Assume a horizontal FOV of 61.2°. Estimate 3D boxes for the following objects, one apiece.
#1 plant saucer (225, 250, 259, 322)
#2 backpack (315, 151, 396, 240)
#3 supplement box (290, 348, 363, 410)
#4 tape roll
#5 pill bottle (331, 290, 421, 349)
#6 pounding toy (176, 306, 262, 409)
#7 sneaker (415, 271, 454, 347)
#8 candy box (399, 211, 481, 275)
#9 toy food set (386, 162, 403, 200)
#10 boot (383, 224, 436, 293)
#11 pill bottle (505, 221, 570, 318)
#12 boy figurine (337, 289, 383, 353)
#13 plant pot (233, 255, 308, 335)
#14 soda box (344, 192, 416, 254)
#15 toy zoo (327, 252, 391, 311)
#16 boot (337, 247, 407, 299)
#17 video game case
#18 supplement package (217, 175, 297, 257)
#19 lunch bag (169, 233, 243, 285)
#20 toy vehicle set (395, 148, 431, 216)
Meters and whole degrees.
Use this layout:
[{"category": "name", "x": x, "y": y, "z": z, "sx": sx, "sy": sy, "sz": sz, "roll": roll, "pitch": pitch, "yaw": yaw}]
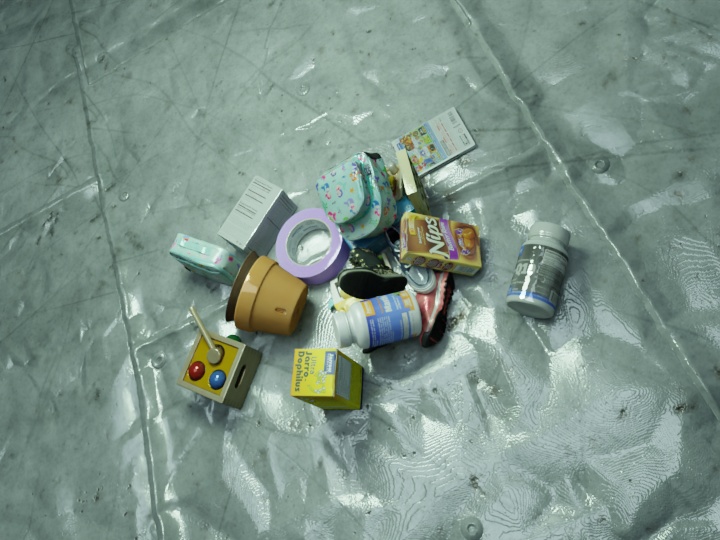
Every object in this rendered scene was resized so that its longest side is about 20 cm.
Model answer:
[{"category": "plant saucer", "x": -0.305, "y": 0.048, "z": 1.627, "sx": 0.036, "sy": 0.201, "sz": 0.203, "roll": 21, "pitch": 77, "yaw": 1}, {"category": "backpack", "x": -0.007, "y": -0.179, "z": 1.522, "sx": 0.176, "sy": 0.150, "sz": 0.203, "roll": -22, "pitch": 89, "yaw": 36}, {"category": "supplement box", "x": -0.075, "y": 0.261, "z": 1.444, "sx": 0.108, "sy": 0.200, "sz": 0.111, "roll": -4, "pitch": 68, "yaw": 18}, {"category": "tape roll", "x": -0.131, "y": -0.066, "z": 1.668, "sx": 0.197, "sy": 0.066, "sz": 0.203, "roll": -7, "pitch": 69, "yaw": 18}, {"category": "pill bottle", "x": 0.036, "y": 0.121, "z": 1.435, "sx": 0.197, "sy": 0.113, "sz": 0.114, "roll": -12, "pitch": 64, "yaw": -11}, {"category": "pounding toy", "x": -0.382, "y": 0.229, "z": 1.602, "sx": 0.182, "sy": 0.142, "sz": 0.203, "roll": 15, "pitch": 76, "yaw": 24}, {"category": "sneaker", "x": 0.170, "y": 0.095, "z": 1.502, "sx": 0.086, "sy": 0.074, "sz": 0.203, "roll": 5, "pitch": 65, "yaw": 32}, {"category": "candy box", "x": 0.194, "y": -0.064, "z": 1.488, "sx": 0.197, "sy": 0.057, "sz": 0.118, "roll": 9, "pitch": 61, "yaw": -13}, {"category": "toy food set", "x": 0.028, "y": -0.233, "z": 1.636, "sx": 0.198, "sy": 0.061, "sz": 0.145, "roll": -19, "pitch": 44, "yaw": 25}, {"category": "boot", "x": 0.116, "y": -0.030, "z": 1.516, "sx": 0.072, "sy": 0.090, "sz": 0.201, "roll": -38, "pitch": 44, "yaw": 4}, {"category": "pill bottle", "x": 0.417, "y": -0.002, "z": 1.413, "sx": 0.112, "sy": 0.114, "sz": 0.203, "roll": 13, "pitch": 74, "yaw": 24}, {"category": "boy figurine", "x": -0.006, "y": 0.108, "z": 1.532, "sx": 0.123, "sy": 0.064, "sz": 0.202, "roll": -29, "pitch": 75, "yaw": 8}, {"category": "plant pot", "x": -0.223, "y": 0.080, "z": 1.585, "sx": 0.138, "sy": 0.200, "sz": 0.203, "roll": 20, "pitch": 77, "yaw": 5}, {"category": "soda box", "x": 0.059, "y": -0.109, "z": 1.611, "sx": 0.199, "sy": 0.068, "sz": 0.064, "roll": -38, "pitch": 60, "yaw": 3}, {"category": "toy zoo", "x": 0.002, "y": 0.056, "z": 1.596, "sx": 0.198, "sy": 0.020, "sz": 0.133, "roll": -29, "pitch": 63, "yaw": 8}, {"category": "boot", "x": 0.000, "y": 0.001, "z": 1.495, "sx": 0.154, "sy": 0.201, "sz": 0.074, "roll": 44, "pitch": 120, "yaw": 45}, {"category": "video game case", "x": 0.200, "y": -0.348, "z": 1.680, "sx": 0.198, "sy": 0.018, "sz": 0.145, "roll": -28, "pitch": 64, "yaw": 8}, {"category": "supplement package", "x": -0.290, "y": -0.144, "z": 1.729, "sx": 0.109, "sy": 0.114, "sz": 0.202, "roll": 28, "pitch": 80, "yaw": 26}, {"category": "lunch bag", "x": -0.434, "y": -0.030, "z": 1.711, "sx": 0.197, "sy": 0.160, "sz": 0.078, "roll": 16, "pitch": 75, "yaw": 24}, {"category": "toy vehicle set", "x": 0.140, "y": -0.204, "z": 1.544, "sx": 0.026, "sy": 0.200, "sz": 0.126, "roll": -18, "pitch": 66, "yaw": 12}]
